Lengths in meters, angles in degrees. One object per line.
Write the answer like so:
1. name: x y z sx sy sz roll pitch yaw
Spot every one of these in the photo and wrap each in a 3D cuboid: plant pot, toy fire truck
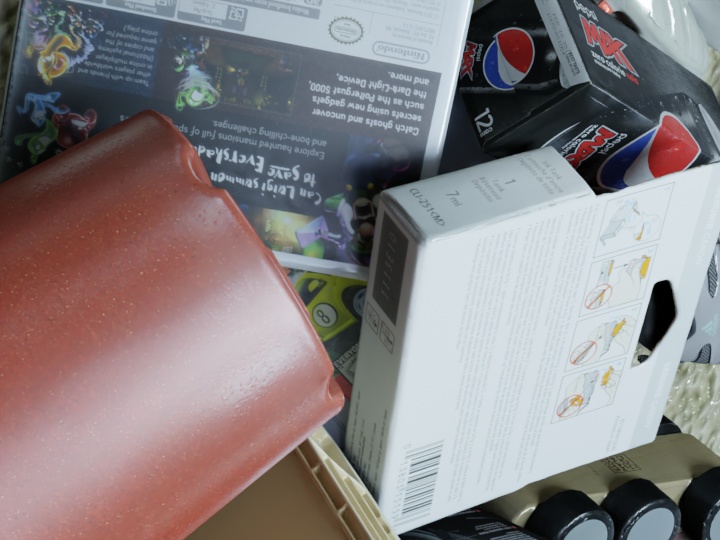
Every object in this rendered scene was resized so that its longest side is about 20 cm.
1. plant pot: -0.125 0.047 0.666 0.195 0.201 0.201 -34 121 -9
2. toy fire truck: 0.135 0.201 0.970 0.176 0.129 0.200 -3 118 -34

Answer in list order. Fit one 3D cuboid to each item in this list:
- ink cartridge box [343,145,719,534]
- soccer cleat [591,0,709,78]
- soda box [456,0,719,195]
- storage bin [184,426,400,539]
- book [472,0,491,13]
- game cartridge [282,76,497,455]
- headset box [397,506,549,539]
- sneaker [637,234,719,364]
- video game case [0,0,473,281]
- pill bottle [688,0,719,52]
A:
1. ink cartridge box: 0.083 0.028 0.803 0.173 0.044 0.200 -16 137 -25
2. soccer cleat: 0.136 -0.176 0.868 0.078 0.069 0.200 -46 122 4
3. soda box: 0.125 -0.078 0.833 0.063 0.071 0.200 -31 153 26
4. storage bin: -0.078 0.161 0.731 0.200 0.199 0.094 -37 131 -1
5. book: 0.059 -0.036 0.883 0.134 0.048 0.200 -36 118 -21
6. game cartridge: 0.000 0.000 0.816 0.200 0.041 0.133 -42 111 4
7. headset box: 0.041 0.178 0.824 0.149 0.200 0.077 -5 109 -45
8. sneaker: 0.203 -0.033 0.956 0.140 0.078 0.201 -4 107 -34
9. video game case: -0.055 -0.097 0.748 0.199 0.023 0.182 10 100 -10
10. pill bottle: 0.262 -0.214 0.914 0.200 0.114 0.114 -37 122 -18
